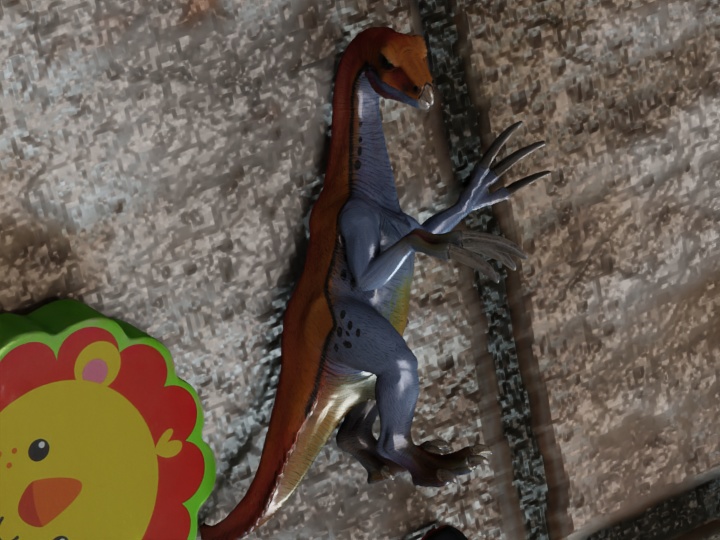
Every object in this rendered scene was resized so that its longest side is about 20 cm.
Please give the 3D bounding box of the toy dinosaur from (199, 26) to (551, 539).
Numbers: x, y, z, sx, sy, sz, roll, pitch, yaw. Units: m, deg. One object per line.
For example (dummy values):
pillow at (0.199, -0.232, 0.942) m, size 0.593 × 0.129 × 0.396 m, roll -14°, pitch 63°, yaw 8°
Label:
toy dinosaur at (0.000, 0.000, 1.178) m, size 0.200 × 0.105 × 0.182 m, roll -22°, pitch 97°, yaw -7°

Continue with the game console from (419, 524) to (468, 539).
game console at (0.040, 0.238, 1.253) m, size 0.177 × 0.031 × 0.200 m, roll -41°, pitch 99°, yaw -24°

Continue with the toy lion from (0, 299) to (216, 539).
toy lion at (-0.144, 0.117, 1.157) m, size 0.191 × 0.069 × 0.200 m, roll -16°, pitch 115°, yaw -32°
